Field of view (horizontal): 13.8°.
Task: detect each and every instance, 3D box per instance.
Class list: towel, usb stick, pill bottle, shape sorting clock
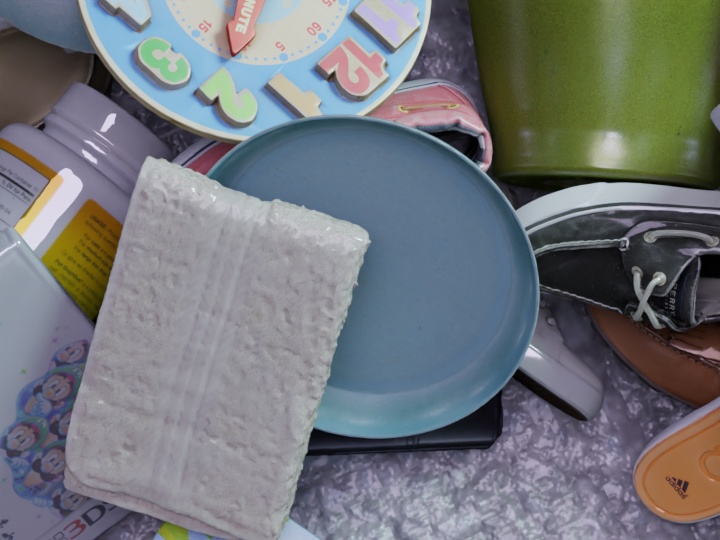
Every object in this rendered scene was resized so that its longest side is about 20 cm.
[{"bbox_3d":[-0.081,0.047,1.609,0.132,0.034,0.200,18,110,0],"label":"towel"},{"bbox_3d":[-0.015,0.078,1.685,0.200,0.033,0.056,-2,84,-14],"label":"usb stick"},{"bbox_3d":[-0.194,-0.007,1.705,0.109,0.109,0.200,36,82,11],"label":"pill bottle"},{"bbox_3d":[-0.058,-0.161,1.636,0.200,0.039,0.200,5,69,-13],"label":"shape sorting clock"}]

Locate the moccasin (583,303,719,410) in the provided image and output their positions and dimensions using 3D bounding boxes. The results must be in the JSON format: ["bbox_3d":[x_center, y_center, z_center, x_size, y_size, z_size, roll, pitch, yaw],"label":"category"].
[{"bbox_3d":[0.218,0.049,1.670,0.201,0.074,0.078,34,127,11],"label":"moccasin"}]

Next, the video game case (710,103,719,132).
[{"bbox_3d":[0.301,-0.058,1.601,0.200,0.023,0.182,-36,89,-38],"label":"video game case"}]

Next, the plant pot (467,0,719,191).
[{"bbox_3d":[0.143,-0.141,1.680,0.200,0.200,0.193,4,87,5],"label":"plant pot"}]

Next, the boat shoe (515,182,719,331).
[{"bbox_3d":[0.170,-0.004,1.615,0.200,0.071,0.064,-3,45,9],"label":"boat shoe"}]

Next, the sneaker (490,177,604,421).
[{"bbox_3d":[0.079,-0.002,1.702,0.085,0.073,0.200,-45,77,-4],"label":"sneaker"}]

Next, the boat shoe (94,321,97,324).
[{"bbox_3d":[-0.070,0.028,1.689,0.200,0.057,0.069,-22,80,16],"label":"boat shoe"}]

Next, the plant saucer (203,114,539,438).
[{"bbox_3d":[0.000,0.000,1.614,0.200,0.027,0.200,6,121,10],"label":"plant saucer"}]

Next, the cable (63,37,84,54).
[{"bbox_3d":[-0.089,-0.201,1.745,0.200,0.069,0.200,-9,65,-7],"label":"cable"}]

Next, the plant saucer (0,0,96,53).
[{"bbox_3d":[-0.139,-0.219,1.690,0.201,0.039,0.201,1,64,-3],"label":"plant saucer"}]

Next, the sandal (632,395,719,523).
[{"bbox_3d":[0.222,0.098,1.619,0.079,0.207,0.059,45,40,-6],"label":"sandal"}]

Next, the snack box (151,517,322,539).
[{"bbox_3d":[-0.073,0.238,1.662,0.169,0.068,0.200,34,80,11],"label":"snack box"}]

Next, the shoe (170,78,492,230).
[{"bbox_3d":[-0.024,-0.051,1.649,0.200,0.091,0.072,-19,106,-2],"label":"shoe"}]

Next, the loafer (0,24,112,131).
[{"bbox_3d":[-0.238,-0.093,1.746,0.200,0.067,0.076,-28,77,-7],"label":"loafer"}]

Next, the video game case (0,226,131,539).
[{"bbox_3d":[-0.212,0.095,1.648,0.182,0.200,0.024,-36,38,0],"label":"video game case"}]
